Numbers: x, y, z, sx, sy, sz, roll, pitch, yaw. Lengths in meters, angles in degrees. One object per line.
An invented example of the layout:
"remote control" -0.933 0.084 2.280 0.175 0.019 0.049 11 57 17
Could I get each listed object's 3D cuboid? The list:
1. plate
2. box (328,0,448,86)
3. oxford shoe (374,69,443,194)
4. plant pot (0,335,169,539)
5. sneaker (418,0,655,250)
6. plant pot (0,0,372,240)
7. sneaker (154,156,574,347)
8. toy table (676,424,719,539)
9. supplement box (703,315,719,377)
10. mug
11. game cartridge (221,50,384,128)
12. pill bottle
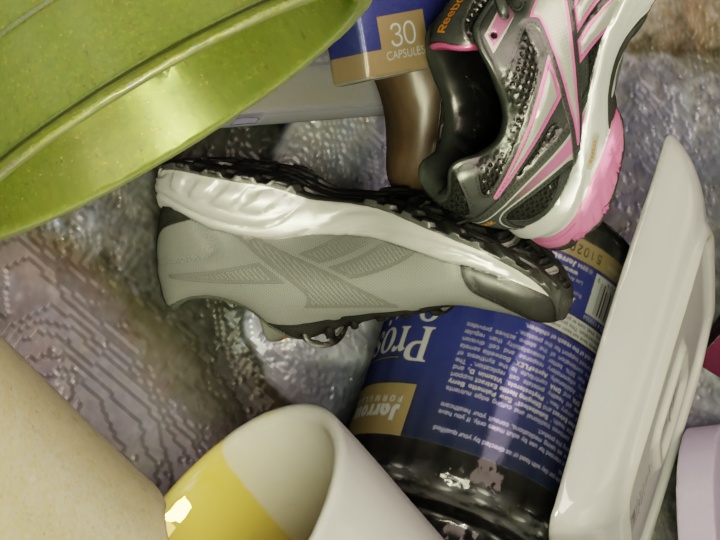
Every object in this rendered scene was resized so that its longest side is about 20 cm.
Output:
"plate" 0.136 0.063 1.190 0.032 0.200 0.200 15 71 13
"box" 0.024 -0.191 1.104 0.121 0.032 0.200 -14 94 -33
"oxford shoe" 0.003 -0.126 1.161 0.084 0.073 0.200 -10 89 -12
"plant pot" -0.181 0.095 0.987 0.183 0.200 0.201 39 65 -35
"sneaker" 0.073 -0.112 1.068 0.086 0.080 0.200 7 87 -33
"plant pot" -0.126 -0.140 0.993 0.200 0.200 0.190 -28 85 -32
"sneaker" 0.000 0.000 1.124 0.074 0.200 0.079 -22 122 -71
"toy table" 0.235 0.171 1.239 0.184 0.117 0.200 -38 116 -67
"supplement box" 0.288 -0.010 1.306 0.131 0.103 0.200 34 63 2
"mug" -0.016 0.156 1.053 0.153 0.187 0.149 40 81 -23
"game cartridge" -0.027 -0.136 1.192 0.200 0.038 0.130 -6 91 -33
"pill bottle" 0.054 0.069 1.169 0.112 0.112 0.200 29 69 -26
